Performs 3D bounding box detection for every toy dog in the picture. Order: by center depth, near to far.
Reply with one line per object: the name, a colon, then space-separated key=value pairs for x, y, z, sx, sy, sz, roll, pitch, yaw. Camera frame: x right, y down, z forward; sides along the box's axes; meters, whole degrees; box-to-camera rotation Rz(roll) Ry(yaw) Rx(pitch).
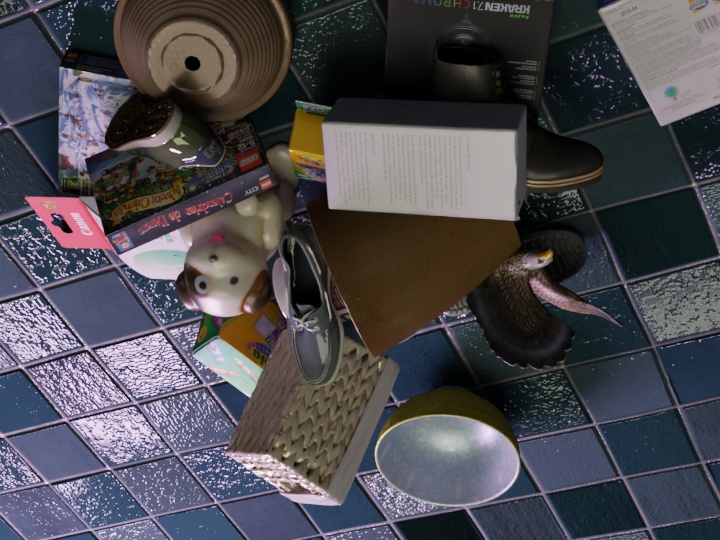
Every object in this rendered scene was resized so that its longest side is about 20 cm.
toy dog: x=-0.157 y=-0.035 z=1.613 sx=0.139 sy=0.200 sz=0.194 roll=10 pitch=134 yaw=1

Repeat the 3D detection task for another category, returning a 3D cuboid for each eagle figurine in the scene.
eagle figurine: x=0.195 y=0.012 z=1.576 sx=0.151 sy=0.151 sz=0.200 roll=-28 pitch=91 yaw=5

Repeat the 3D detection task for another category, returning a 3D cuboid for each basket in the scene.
basket: x=-0.062 y=0.178 z=1.694 sx=0.123 sy=0.200 sz=0.135 roll=33 pitch=158 yaw=-25

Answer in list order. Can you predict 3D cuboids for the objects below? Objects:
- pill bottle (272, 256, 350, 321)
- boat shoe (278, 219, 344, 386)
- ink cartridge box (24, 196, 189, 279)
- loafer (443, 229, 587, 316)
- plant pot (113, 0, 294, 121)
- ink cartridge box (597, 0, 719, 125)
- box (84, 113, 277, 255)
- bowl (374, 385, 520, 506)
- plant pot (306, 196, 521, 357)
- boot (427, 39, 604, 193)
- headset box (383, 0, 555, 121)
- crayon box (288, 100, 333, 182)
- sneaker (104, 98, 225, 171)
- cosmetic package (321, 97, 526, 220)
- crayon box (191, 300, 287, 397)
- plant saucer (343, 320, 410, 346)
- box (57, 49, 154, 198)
pill bottle: x=0.000 y=0.000 z=1.647 sx=0.199 sy=0.110 sz=0.110 roll=-16 pitch=129 yaw=21
boat shoe: x=-0.066 y=0.043 z=1.586 sx=0.073 sy=0.062 sz=0.201 roll=2 pitch=101 yaw=26
ink cartridge box: x=-0.305 y=-0.040 z=1.699 sx=0.199 sy=0.050 sz=0.161 roll=-1 pitch=157 yaw=6
loafer: x=0.185 y=-0.004 z=1.689 sx=0.199 sy=0.070 sz=0.075 roll=-18 pitch=98 yaw=11
plant pot: x=-0.174 y=-0.243 z=1.468 sx=0.200 sy=0.093 sz=0.201 roll=1 pitch=121 yaw=2
ink cartridge box: x=0.334 y=-0.265 z=1.402 sx=0.136 sy=0.076 sz=0.200 roll=-21 pitch=128 yaw=25
box: x=-0.207 y=-0.113 z=1.544 sx=0.199 sy=0.137 sz=0.038 roll=-24 pitch=138 yaw=-1
bowl: x=0.124 y=0.225 z=1.876 sx=0.199 sy=0.108 sz=0.201 roll=5 pitch=134 yaw=5
plant pot: x=0.067 y=-0.031 z=1.482 sx=0.199 sy=0.187 sz=0.187 roll=-25 pitch=127 yaw=4
boot: x=0.161 y=-0.161 z=1.404 sx=0.199 sy=0.078 sz=0.139 roll=7 pitch=130 yaw=3
headset box: x=0.113 y=-0.238 z=1.452 sx=0.173 sy=0.093 sz=0.200 roll=7 pitch=134 yaw=4
crayon box: x=-0.013 y=-0.134 z=1.518 sx=0.125 sy=0.052 sz=0.200 roll=11 pitch=173 yaw=2
sneaker: x=-0.215 y=-0.142 z=1.501 sx=0.090 sy=0.067 sz=0.200 roll=31 pitch=170 yaw=-26
cosmetic package: x=0.067 y=-0.116 z=1.383 sx=0.199 sy=0.071 sz=0.102 roll=5 pitch=120 yaw=14
crayon box: x=-0.124 y=0.112 z=1.802 sx=0.058 sy=0.119 sz=0.200 roll=-33 pitch=121 yaw=33
plant saucer: x=-0.003 y=0.026 z=1.765 sx=0.199 sy=0.027 sz=0.201 roll=5 pitch=133 yaw=5
box: x=-0.292 y=-0.163 z=1.623 sx=0.136 sy=0.040 sz=0.200 roll=11 pitch=133 yaw=-3
